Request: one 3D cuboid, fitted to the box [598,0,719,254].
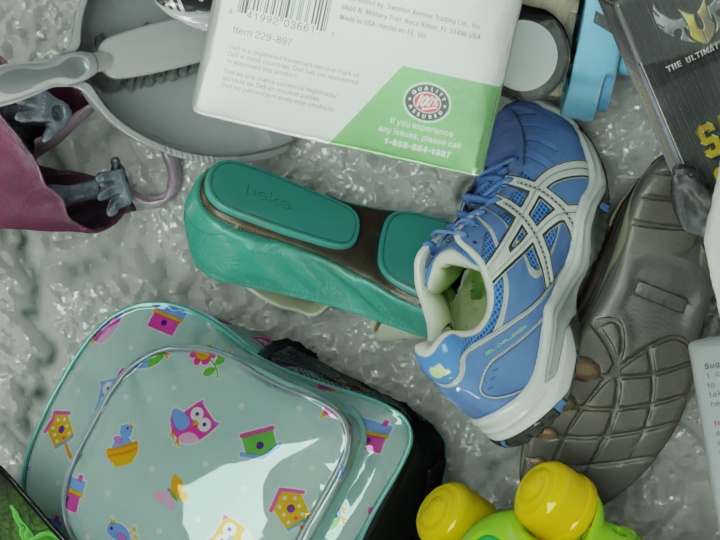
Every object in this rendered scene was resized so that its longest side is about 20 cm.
[{"bbox_3d":[0.238,-0.105,1.460,0.199,0.048,0.159,-25,104,-3],"label":"box"}]

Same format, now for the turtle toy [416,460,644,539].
[{"bbox_3d":[0.087,0.181,1.519,0.145,0.102,0.199,36,147,-29],"label":"turtle toy"}]

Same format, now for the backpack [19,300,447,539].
[{"bbox_3d":[-0.080,0.113,1.559,0.199,0.153,0.177,26,90,26],"label":"backpack"}]

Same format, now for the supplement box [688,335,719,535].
[{"bbox_3d":[0.234,0.131,1.472,0.103,0.101,0.201,-14,70,15],"label":"supplement box"}]

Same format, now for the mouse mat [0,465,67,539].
[{"bbox_3d":[-0.152,0.186,1.577,0.008,0.200,0.161,-38,79,-22],"label":"mouse mat"}]

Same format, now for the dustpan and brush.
[{"bbox_3d":[-0.126,-0.110,1.538,0.199,0.057,0.141,-16,93,-23],"label":"dustpan and brush"}]

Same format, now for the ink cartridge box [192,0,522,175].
[{"bbox_3d":[0.011,-0.162,1.419,0.144,0.088,0.201,12,101,2],"label":"ink cartridge box"}]

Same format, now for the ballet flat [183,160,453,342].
[{"bbox_3d":[0.000,0.000,1.571,0.199,0.068,0.071,18,138,-4],"label":"ballet flat"}]

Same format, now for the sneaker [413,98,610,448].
[{"bbox_3d":[0.074,-0.013,1.499,0.077,0.201,0.076,33,136,-31],"label":"sneaker"}]

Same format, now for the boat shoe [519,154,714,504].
[{"bbox_3d":[0.141,0.033,1.534,0.074,0.073,0.201,26,94,-6],"label":"boat shoe"}]

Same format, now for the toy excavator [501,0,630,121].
[{"bbox_3d":[0.169,-0.165,1.505,0.199,0.100,0.196,11,99,-1],"label":"toy excavator"}]

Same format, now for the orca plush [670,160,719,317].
[{"bbox_3d":[0.206,-0.058,1.421,0.105,0.071,0.201,-6,101,40],"label":"orca plush"}]

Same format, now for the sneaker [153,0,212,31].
[{"bbox_3d":[-0.031,-0.172,1.509,0.199,0.075,0.115,23,119,-29],"label":"sneaker"}]

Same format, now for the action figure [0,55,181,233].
[{"bbox_3d":[-0.224,-0.059,1.615,0.199,0.149,0.135,-16,96,37],"label":"action figure"}]
